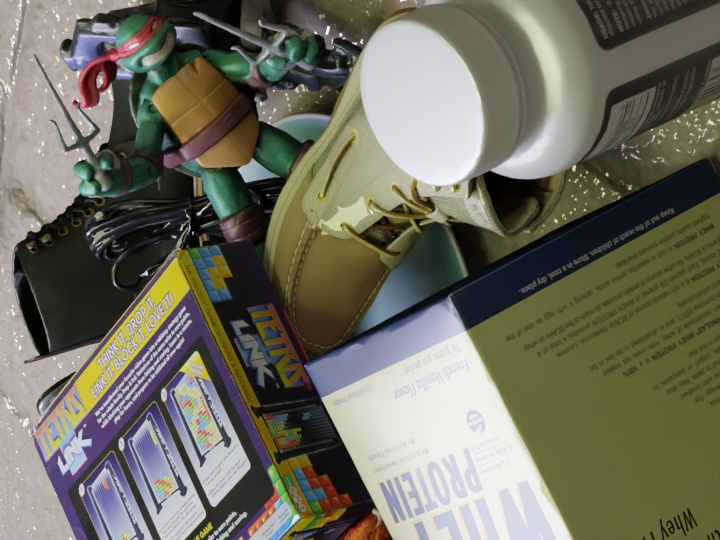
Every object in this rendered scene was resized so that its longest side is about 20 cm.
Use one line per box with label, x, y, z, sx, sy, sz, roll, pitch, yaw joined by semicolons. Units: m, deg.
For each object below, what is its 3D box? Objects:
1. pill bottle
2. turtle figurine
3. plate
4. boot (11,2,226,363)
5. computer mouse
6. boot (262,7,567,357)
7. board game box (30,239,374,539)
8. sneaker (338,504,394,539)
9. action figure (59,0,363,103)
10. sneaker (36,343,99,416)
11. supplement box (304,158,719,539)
pill bottle;0.098;-0.109;1.420;0.111;0.200;0.111;24;126;39
turtle figurine;-0.079;-0.081;1.630;0.200;0.150;0.101;47;-173;-16
plate;0.000;0.000;1.729;0.200;0.026;0.201;25;128;37
boot;-0.157;-0.051;1.769;0.077;0.138;0.201;-18;87;67
computer mouse;-0.075;0.032;1.750;0.138;0.053;0.200;-10;117;6
boot;0.031;-0.034;1.554;0.155;0.072;0.200;26;91;57
board game box;-0.090;0.106;1.616;0.200;0.057;0.166;-47;61;45
sneaker;0.012;0.164;1.588;0.073;0.077;0.200;55;-178;1
action figure;-0.068;-0.165;1.689;0.199;0.105;0.194;11;129;15
sneaker;-0.147;0.043;1.845;0.075;0.114;0.201;9;116;45
supplement box;0.119;0.083;1.502;0.134;0.200;0.200;-27;90;53
